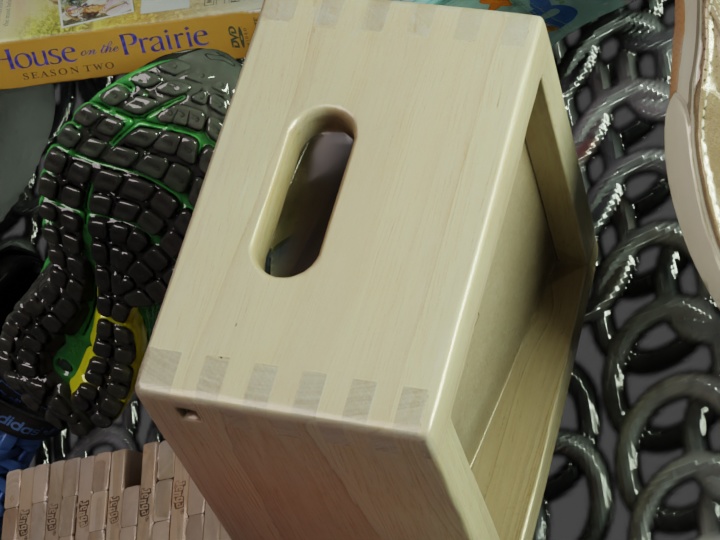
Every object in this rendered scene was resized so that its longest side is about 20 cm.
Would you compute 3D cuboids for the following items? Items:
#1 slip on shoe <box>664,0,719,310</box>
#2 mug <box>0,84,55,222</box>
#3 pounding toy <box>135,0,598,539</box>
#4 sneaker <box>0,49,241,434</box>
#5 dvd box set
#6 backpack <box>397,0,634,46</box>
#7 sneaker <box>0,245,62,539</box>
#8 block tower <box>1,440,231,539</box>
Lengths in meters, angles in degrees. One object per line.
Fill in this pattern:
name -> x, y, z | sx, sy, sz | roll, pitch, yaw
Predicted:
slip on shoe -> 0.147, -0.071, 0.751 | 0.060, 0.076, 0.202 | -11, 80, 55
mug -> -0.245, -0.077, 1.025 | 0.175, 0.201, 0.147 | -41, 20, -32
pounding toy -> 0.000, 0.000, 0.805 | 0.141, 0.184, 0.201 | 7, 63, 18
sneaker -> -0.094, -0.023, 0.940 | 0.200, 0.078, 0.085 | -57, 0, 44
dvd box set -> -0.131, -0.135, 0.953 | 0.198, 0.030, 0.147 | -7, 45, 5
backpack -> 0.046, -0.173, 0.872 | 0.200, 0.150, 0.179 | -34, 53, 37
sneaker -> -0.178, 0.085, 1.032 | 0.111, 0.076, 0.201 | -26, 50, 46
block tower -> -0.075, 0.104, 0.941 | 0.199, 0.054, 0.058 | -16, 64, 40
